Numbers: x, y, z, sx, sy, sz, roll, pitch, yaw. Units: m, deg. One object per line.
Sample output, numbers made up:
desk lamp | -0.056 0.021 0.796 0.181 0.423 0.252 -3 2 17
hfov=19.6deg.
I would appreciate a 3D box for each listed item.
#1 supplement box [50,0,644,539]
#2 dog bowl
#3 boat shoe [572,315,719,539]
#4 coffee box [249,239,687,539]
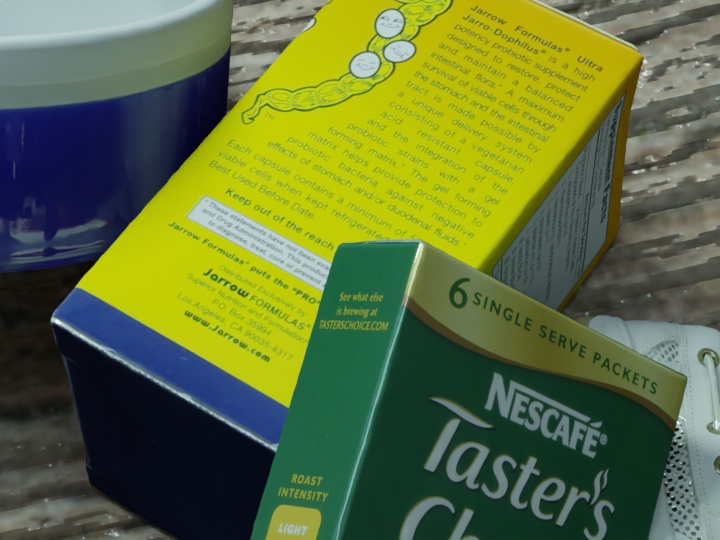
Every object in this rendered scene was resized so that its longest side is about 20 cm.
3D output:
supplement box | 0.000 0.000 0.722 0.109 0.109 0.200 28 60 19
dog bowl | -0.145 -0.071 0.736 0.199 0.079 0.200 3 21 -1
boat shoe | 0.118 0.096 0.675 0.069 0.071 0.201 -5 56 -7
coffee box | 0.022 0.103 0.611 0.044 0.123 0.201 -3 65 52
